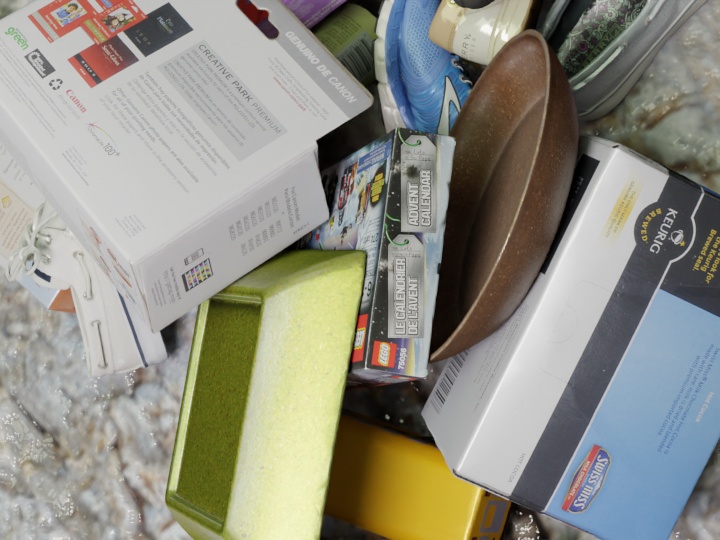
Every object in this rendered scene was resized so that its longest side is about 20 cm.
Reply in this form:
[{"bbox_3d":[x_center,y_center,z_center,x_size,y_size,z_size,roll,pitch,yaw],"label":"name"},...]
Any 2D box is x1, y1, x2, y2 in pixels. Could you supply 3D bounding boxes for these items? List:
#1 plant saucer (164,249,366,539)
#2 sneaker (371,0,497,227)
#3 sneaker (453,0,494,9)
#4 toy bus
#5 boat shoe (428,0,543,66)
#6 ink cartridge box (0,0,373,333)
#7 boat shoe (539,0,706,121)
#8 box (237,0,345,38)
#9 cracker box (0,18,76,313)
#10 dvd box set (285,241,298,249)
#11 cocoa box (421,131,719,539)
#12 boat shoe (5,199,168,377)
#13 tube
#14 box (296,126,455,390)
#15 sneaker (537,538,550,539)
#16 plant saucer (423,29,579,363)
[{"bbox_3d":[-0.067,0.082,1.085,0.200,0.048,0.201,-178,98,-71],"label":"plant saucer"},{"bbox_3d":[0.062,-0.099,1.165,0.089,0.079,0.201,-8,88,19],"label":"sneaker"},{"bbox_3d":[0.135,-0.215,1.054,0.090,0.067,0.200,39,75,21],"label":"sneaker"},{"bbox_3d":[0.000,0.126,1.156,0.199,0.078,0.065,17,91,28],"label":"toy bus"},{"bbox_3d":[0.093,-0.220,1.132,0.066,0.074,0.201,14,67,8],"label":"boat shoe"},{"bbox_3d":[-0.112,-0.094,1.100,0.175,0.084,0.200,-33,62,-15],"label":"ink cartridge box"},{"bbox_3d":[0.172,-0.181,1.113,0.070,0.071,0.201,39,101,26],"label":"boat shoe"},{"bbox_3d":[-0.028,-0.239,1.175,0.200,0.039,0.137,-33,58,31],"label":"box"},{"bbox_3d":[-0.238,-0.079,1.318,0.200,0.058,0.134,39,102,26],"label":"cracker box"},{"bbox_3d":[-0.110,-0.098,1.212,0.029,0.146,0.201,-46,60,51],"label":"dvd box set"},{"bbox_3d":[0.142,0.038,1.041,0.131,0.133,0.201,25,96,-10],"label":"cocoa box"},{"bbox_3d":[-0.197,-0.012,1.219,0.086,0.202,0.075,-20,34,-6],"label":"boat shoe"},{"bbox_3d":[-0.061,-0.095,1.178,0.058,0.052,0.200,27,62,39],"label":"tube"},{"bbox_3d":[0.000,0.000,1.090,0.040,0.200,0.138,9,81,-15],"label":"box"},{"bbox_3d":[0.093,0.259,1.098,0.082,0.074,0.201,23,101,25],"label":"sneaker"},{"bbox_3d":[0.076,-0.036,1.036,0.037,0.200,0.201,20,94,-13],"label":"plant saucer"}]
